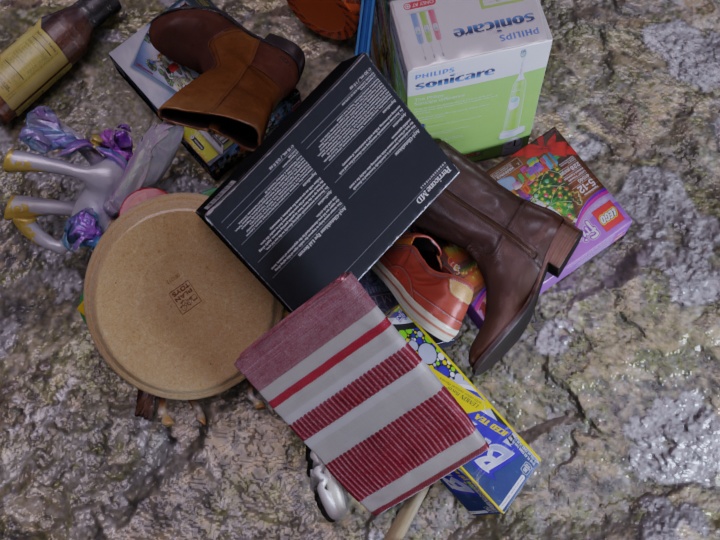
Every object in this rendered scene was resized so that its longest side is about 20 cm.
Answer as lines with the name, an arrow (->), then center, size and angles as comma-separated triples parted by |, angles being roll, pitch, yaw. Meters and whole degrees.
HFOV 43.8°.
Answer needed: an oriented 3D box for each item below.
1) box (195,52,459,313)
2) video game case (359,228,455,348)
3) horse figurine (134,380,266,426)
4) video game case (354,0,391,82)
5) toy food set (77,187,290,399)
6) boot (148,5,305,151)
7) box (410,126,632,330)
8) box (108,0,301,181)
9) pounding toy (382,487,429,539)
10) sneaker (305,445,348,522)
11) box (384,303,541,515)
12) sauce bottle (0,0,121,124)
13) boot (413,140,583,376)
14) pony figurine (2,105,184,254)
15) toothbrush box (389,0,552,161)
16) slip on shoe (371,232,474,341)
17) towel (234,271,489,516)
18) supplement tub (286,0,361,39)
box -> -0.030, -0.071, 0.810 | 0.200, 0.079, 0.141 | -45, 106, -8
video game case -> 0.000, 0.000, 0.926 | 0.140, 0.019, 0.203 | -10, 61, -24
horse figurine -> -0.147, 0.085, 0.913 | 0.195, 0.050, 0.135 | -16, 62, 0
video game case -> 0.013, -0.207, 0.958 | 0.017, 0.144, 0.204 | 1, 60, 10
toy food set -> -0.166, 0.021, 0.854 | 0.197, 0.049, 0.201 | 41, 89, -11
boot -> -0.165, -0.196, 0.931 | 0.185, 0.069, 0.202 | 22, 38, -1
box -> 0.170, -0.046, 0.957 | 0.198, 0.039, 0.138 | -33, 71, -10
box -> -0.180, -0.220, 1.042 | 0.136, 0.038, 0.200 | -39, 72, -12
pounding toy -> 0.010, 0.292, 0.771 | 0.197, 0.184, 0.145 | -25, 81, -7
sneaker -> -0.018, 0.141, 0.880 | 0.079, 0.075, 0.205 | 0, 69, -7
box -> 0.072, 0.134, 0.840 | 0.200, 0.064, 0.070 | 47, 64, -3
sauce bottle -> -0.366, -0.260, 1.054 | 0.066, 0.066, 0.200 | 38, 72, 16
boot -> 0.095, -0.020, 0.900 | 0.198, 0.064, 0.188 | 34, 74, 17
pony figurine -> -0.262, -0.090, 0.930 | 0.196, 0.167, 0.197 | 21, 107, -5
toothbrush box -> 0.108, -0.196, 0.933 | 0.142, 0.201, 0.088 | -12, 68, -2
slip on shoe -> 0.049, -0.009, 0.859 | 0.062, 0.073, 0.200 | -54, 36, 11
towel -> 0.001, 0.113, 0.787 | 0.143, 0.023, 0.201 | -35, 103, 25
supplement tub -> -0.002, -0.381, 1.052 | 0.120, 0.123, 0.203 | 23, 72, 11
